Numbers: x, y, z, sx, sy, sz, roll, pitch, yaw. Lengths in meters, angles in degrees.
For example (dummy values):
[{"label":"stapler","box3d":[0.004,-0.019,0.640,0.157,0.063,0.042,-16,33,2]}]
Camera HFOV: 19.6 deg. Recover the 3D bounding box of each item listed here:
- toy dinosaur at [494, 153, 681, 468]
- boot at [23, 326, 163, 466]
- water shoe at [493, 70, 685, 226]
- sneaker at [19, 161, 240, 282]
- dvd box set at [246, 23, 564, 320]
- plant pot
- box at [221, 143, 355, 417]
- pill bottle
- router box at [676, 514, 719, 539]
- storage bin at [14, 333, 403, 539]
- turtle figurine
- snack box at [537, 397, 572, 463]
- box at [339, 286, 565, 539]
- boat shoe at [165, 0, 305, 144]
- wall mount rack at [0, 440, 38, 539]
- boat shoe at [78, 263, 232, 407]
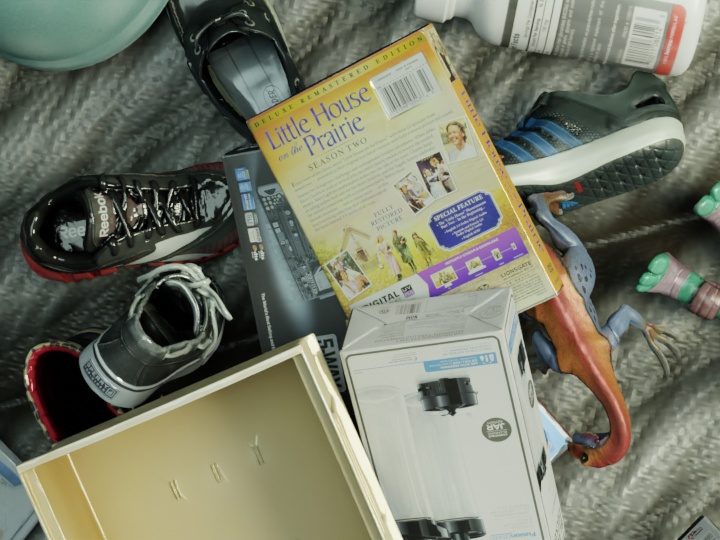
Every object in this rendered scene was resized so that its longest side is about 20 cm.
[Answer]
[{"label":"toy dinosaur","box3d":[0.134,0.044,1.455,0.105,0.200,0.183,-33,56,24]},{"label":"boot","box3d":[-0.160,0.124,1.479,0.073,0.151,0.201,-36,84,3]},{"label":"water shoe","box3d":[0.134,-0.084,1.511,0.198,0.072,0.079,-15,59,6]},{"label":"sneaker","box3d":[-0.158,-0.038,1.515,0.199,0.098,0.071,-11,84,4]},{"label":"dvd box set","box3d":[0.030,-0.046,1.413,0.146,0.029,0.201,-26,96,21]},{"label":"plant pot","box3d":[-0.241,-0.256,1.500,0.199,0.134,0.202,-2,84,18]},{"label":"box","box3d":[0.000,0.000,1.476,0.156,0.050,0.202,-8,100,15]},{"label":"pill bottle","box3d":[0.143,-0.210,1.474,0.198,0.116,0.117,11,88,2]},{"label":"router box","box3d":[0.226,0.296,1.449,0.200,0.052,0.157,-45,108,2]},{"label":"storage bin","box3d":[-0.086,0.171,1.357,0.199,0.094,0.200,-23,95,6]},{"label":"turtle figurine","box3d":[0.300,0.035,1.459,0.200,0.101,0.150,39,77,15]},{"label":"snack box","box3d":[0.064,0.073,1.521,0.072,0.024,0.200,-42,84,4]},{"label":"box","box3d":[0.065,0.118,1.415,0.116,0.060,0.201,-7,117,13]},{"label":"boat shoe","box3d":[-0.090,-0.157,1.529,0.074,0.066,0.201,-26,85,4]},{"label":"wall mount rack","box3d":[-0.279,0.140,1.510,0.200,0.075,0.174,43,119,7]},{"label":"boat shoe","box3d":[-0.130,0.030,1.455,0.074,0.199,0.068,47,113,4]}]
